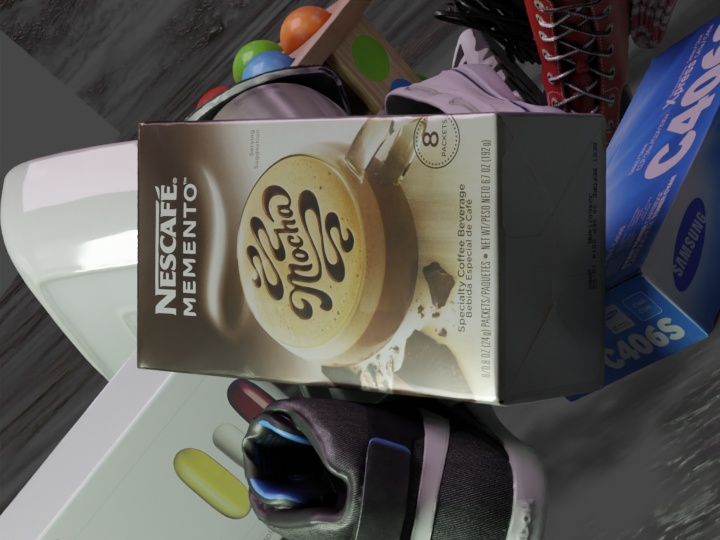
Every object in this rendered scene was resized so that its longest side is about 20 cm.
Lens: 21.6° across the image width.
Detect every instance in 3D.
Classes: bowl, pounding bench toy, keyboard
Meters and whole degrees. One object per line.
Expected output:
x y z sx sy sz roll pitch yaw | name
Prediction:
-0.120 0.008 1.199 0.199 0.200 0.075 -5 51 21 | bowl
-0.007 -0.110 1.276 0.124 0.156 0.200 -29 20 45 | pounding bench toy
0.109 -0.165 1.085 0.040 0.200 0.104 28 92 42 | keyboard

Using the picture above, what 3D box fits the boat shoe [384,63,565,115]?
0.066 -0.056 1.001 0.066 0.074 0.200 -12 21 -12 | boat shoe

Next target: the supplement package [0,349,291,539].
-0.124 0.138 1.085 0.200 0.111 0.156 -52 13 -9 | supplement package

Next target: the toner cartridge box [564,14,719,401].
0.143 -0.039 0.846 0.095 0.043 0.200 -35 19 51 | toner cartridge box

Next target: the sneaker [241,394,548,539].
0.000 0.075 0.805 0.200 0.111 0.073 -159 80 -76 | sneaker

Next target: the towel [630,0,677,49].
0.187 -0.224 1.034 0.200 0.030 0.147 85 -151 -73 | towel

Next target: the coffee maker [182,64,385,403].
0.000 0.000 1.002 0.135 0.192 0.200 -45 27 1 | coffee maker

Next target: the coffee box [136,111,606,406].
0.000 -0.009 0.796 0.199 0.114 0.080 2 4 41 | coffee box

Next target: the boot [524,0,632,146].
0.114 -0.125 0.977 0.200 0.072 0.145 -11 -80 -78 | boot

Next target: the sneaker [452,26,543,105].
0.070 -0.094 1.182 0.088 0.074 0.200 -44 13 14 | sneaker
